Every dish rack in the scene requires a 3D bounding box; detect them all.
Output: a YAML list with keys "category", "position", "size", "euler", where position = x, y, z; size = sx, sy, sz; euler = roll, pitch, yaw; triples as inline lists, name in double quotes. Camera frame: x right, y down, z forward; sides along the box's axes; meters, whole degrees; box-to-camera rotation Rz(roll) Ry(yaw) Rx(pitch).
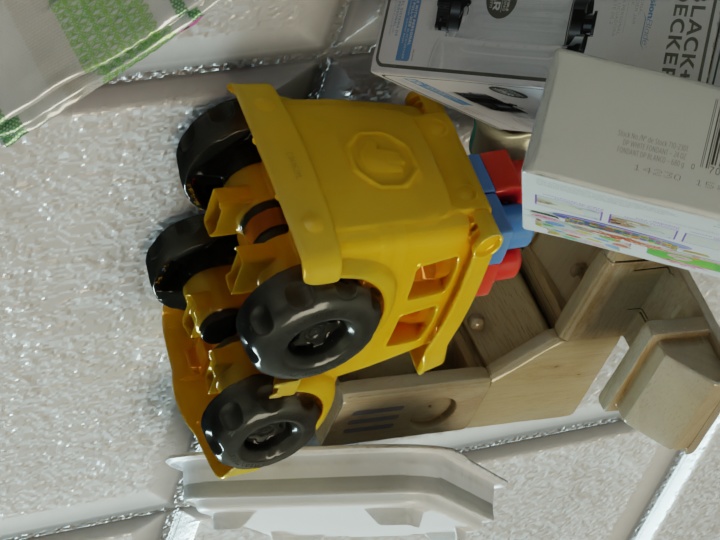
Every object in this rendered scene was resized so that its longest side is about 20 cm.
- category: "dish rack"
  position: [-0.010, 0.136, 1.510]
  size: [0.170, 0.044, 0.200]
  euler: [-4, 169, 14]

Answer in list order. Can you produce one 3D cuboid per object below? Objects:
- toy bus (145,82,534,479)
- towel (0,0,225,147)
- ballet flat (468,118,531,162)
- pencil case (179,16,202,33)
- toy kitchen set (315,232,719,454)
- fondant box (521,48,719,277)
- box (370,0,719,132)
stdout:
- category: "toy bus"
  position: [0.000, 0.000, 1.335]
  size: [0.191, 0.136, 0.201]
  euler: [-8, 145, -26]
- category: "towel"
  position: [-0.108, -0.159, 1.038]
  size: [0.199, 0.150, 0.031]
  euler: [-30, -170, 12]
- category: "ballet flat"
  position: [0.148, -0.106, 1.362]
  size: [0.199, 0.070, 0.070]
  euler: [-25, 148, -1]
- category: "pencil case"
  position: [-0.154, -0.114, 1.113]
  size: [0.199, 0.091, 0.094]
  euler: [-32, 137, 12]
- category: "toy kitchen set"
  position: [0.088, 0.030, 1.416]
  size: [0.179, 0.164, 0.201]
  euler: [-5, 142, -29]
- category: "fondant box"
  position: [0.148, -0.039, 1.156]
  size: [0.143, 0.059, 0.200]
  euler: [14, 174, 5]
- category: "box"
  position: [0.117, -0.101, 1.230]
  size: [0.116, 0.199, 0.061]
  euler: [20, 82, -50]
